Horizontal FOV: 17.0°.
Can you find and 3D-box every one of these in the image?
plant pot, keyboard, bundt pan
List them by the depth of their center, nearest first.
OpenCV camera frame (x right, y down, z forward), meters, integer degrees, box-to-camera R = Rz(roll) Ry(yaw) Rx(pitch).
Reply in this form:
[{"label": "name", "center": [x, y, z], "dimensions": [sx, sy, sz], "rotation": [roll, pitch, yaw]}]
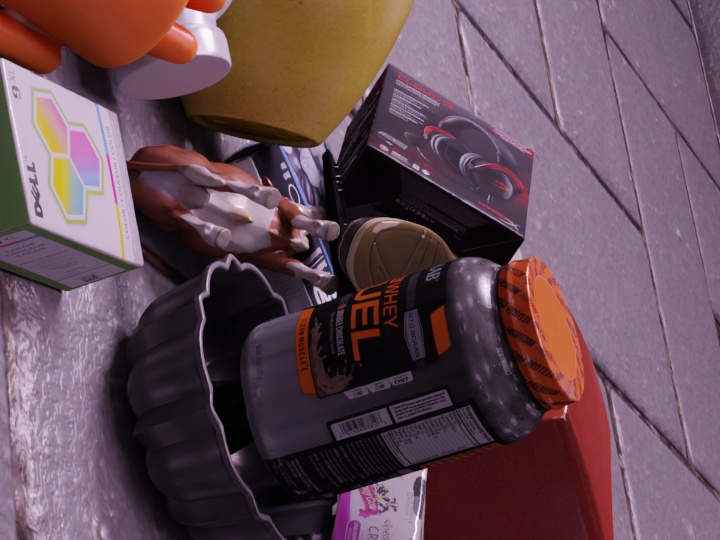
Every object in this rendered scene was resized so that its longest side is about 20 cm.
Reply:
[{"label": "bundt pan", "center": [-0.091, 0.096, 1.584], "dimensions": [0.202, 0.075, 0.203], "rotation": [-17, 90, -72]}, {"label": "keyboard", "center": [0.000, 0.000, 1.747], "dimensions": [0.200, 0.039, 0.105], "rotation": [-98, -176, -56]}, {"label": "plant pot", "center": [-0.065, -0.171, 1.773], "dimensions": [0.200, 0.199, 0.143], "rotation": [25, 75, -66]}, {"label": "plant pot", "center": [0.089, 0.127, 1.803], "dimensions": [0.200, 0.199, 0.177], "rotation": [-86, 172, -49]}]

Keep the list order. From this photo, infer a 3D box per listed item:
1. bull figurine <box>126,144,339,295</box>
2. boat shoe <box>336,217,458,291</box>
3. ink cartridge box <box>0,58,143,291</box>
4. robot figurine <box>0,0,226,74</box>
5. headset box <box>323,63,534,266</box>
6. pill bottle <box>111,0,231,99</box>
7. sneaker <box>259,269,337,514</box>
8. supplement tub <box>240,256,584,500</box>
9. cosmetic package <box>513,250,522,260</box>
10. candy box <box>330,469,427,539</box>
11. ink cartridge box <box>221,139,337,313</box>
[{"label": "bull figurine", "center": [-0.080, -0.036, 1.676], "dimensions": [0.200, 0.121, 0.065], "rotation": [17, 93, -47]}, {"label": "boat shoe", "center": [0.036, 0.007, 1.688], "dimensions": [0.201, 0.066, 0.072], "rotation": [25, 89, -53]}, {"label": "ink cartridge box", "center": [-0.205, -0.060, 1.424], "dimensions": [0.200, 0.059, 0.104], "rotation": [25, 50, -66]}, {"label": "robot figurine", "center": [-0.179, -0.203, 1.506], "dimensions": [0.200, 0.144, 0.117], "rotation": [34, 33, -33]}, {"label": "headset box", "center": [0.059, -0.077, 1.950], "dimensions": [0.148, 0.075, 0.200], "rotation": [31, 25, -7]}, {"label": "pill bottle", "center": [-0.148, -0.225, 1.658], "dimensions": [0.112, 0.112, 0.201], "rotation": [21, 54, -67]}, {"label": "sneaker", "center": [-0.039, 0.085, 1.737], "dimensions": [0.070, 0.080, 0.201], "rotation": [30, 41, -62]}, {"label": "supplement tub", "center": [0.034, 0.066, 1.537], "dimensions": [0.122, 0.199, 0.123], "rotation": [-18, 90, -72]}, {"label": "cosmetic package", "center": [0.071, 0.007, 2.089], "dimensions": [0.200, 0.103, 0.073], "rotation": [-12, 85, -71]}, {"label": "candy box", "center": [0.008, 0.246, 1.639], "dimensions": [0.137, 0.061, 0.201], "rotation": [-79, 173, -56]}, {"label": "ink cartridge box", "center": [-0.040, -0.013, 1.884], "dimensions": [0.198, 0.043, 0.201], "rotation": [-49, 120, -70]}]
